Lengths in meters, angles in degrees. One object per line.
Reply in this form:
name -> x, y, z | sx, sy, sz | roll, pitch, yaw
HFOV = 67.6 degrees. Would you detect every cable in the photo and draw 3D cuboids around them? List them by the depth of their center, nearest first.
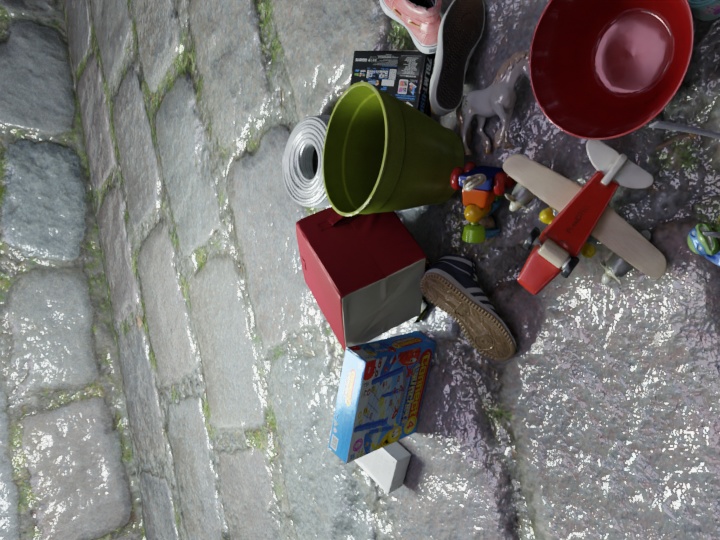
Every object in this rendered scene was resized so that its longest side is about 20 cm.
cable -> -0.100, -0.244, 1.205 | 0.197, 0.068, 0.207 | 8, 100, 47

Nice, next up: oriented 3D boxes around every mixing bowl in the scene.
mixing bowl -> 0.330, -0.278, 0.688 | 0.197, 0.107, 0.206 | 21, 120, 41

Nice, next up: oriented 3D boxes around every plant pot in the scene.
plant pot -> 0.064, -0.186, 0.893 | 0.198, 0.188, 0.207 | -4, 85, 57

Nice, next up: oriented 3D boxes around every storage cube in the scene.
storage cube -> 0.000, 0.000, 0.961 | 0.181, 0.167, 0.203 | 56, 160, 33

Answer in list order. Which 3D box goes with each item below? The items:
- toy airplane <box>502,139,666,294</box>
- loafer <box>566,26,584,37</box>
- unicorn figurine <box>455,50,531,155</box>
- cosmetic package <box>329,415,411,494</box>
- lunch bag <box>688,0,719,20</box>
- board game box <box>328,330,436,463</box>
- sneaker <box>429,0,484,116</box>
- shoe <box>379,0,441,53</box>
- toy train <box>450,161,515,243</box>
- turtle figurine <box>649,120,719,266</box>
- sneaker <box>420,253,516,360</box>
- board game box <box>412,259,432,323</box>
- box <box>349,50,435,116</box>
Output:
toy airplane -> 0.303, -0.075, 0.748 | 0.193, 0.141, 0.207 | -8, 77, 10
loafer -> 0.318, -0.406, 0.732 | 0.071, 0.062, 0.205 | 33, 117, 41
unicorn figurine -> 0.216, -0.260, 0.852 | 0.197, 0.073, 0.142 | 4, 97, 47
cosmetic package -> 0.017, 0.371, 1.149 | 0.198, 0.050, 0.085 | 32, 119, 41
lunch bag -> 0.423, -0.414, 0.605 | 0.159, 0.076, 0.206 | -22, 77, 47
board game box -> 0.042, 0.230, 1.003 | 0.055, 0.192, 0.206 | 26, 113, 41
sneaker -> 0.154, -0.365, 0.916 | 0.085, 0.071, 0.206 | -158, 85, -84
shoe -> 0.087, -0.479, 0.941 | 0.203, 0.070, 0.092 | 62, 177, 27
toy train -> 0.176, -0.095, 0.827 | 0.082, 0.199, 0.119 | 11, 112, 25
turtle figurine -> 0.437, -0.082, 0.555 | 0.190, 0.146, 0.201 | -23, 119, 27
sneaker -> 0.195, 0.054, 0.920 | 0.199, 0.109, 0.070 | 43, 126, -1
board game box -> 0.083, -0.009, 1.062 | 0.202, 0.023, 0.106 | 55, 128, 29
box -> 0.051, -0.317, 1.047 | 0.197, 0.049, 0.205 | 21, 110, 44
